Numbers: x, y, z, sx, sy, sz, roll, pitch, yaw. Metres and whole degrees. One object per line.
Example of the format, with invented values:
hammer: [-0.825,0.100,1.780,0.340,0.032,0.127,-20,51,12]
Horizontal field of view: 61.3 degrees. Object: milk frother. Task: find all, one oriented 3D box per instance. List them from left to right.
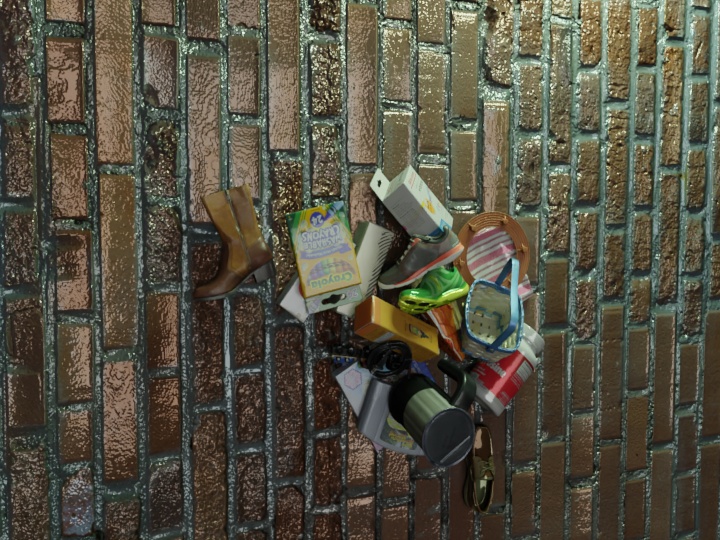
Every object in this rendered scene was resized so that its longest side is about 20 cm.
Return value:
milk frother: [0.113,0.256,1.216,0.195,0.188,0.186,16,95,-21]

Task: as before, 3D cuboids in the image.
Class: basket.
basket: [0.291,0.097,1.312,0.135,0.202,0.180,20,50,-6]

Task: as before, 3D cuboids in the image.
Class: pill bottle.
pill bottle: [0.335,0.222,1.408,0.112,0.112,0.201,42,81,-14]

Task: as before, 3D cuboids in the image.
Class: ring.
ring: [0.306,-0.033,1.406,0.193,0.019,0.208,-1,96,-13]

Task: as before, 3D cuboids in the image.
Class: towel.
towel: [0.320,0.001,1.434,0.143,0.030,0.205,-26,100,-12]

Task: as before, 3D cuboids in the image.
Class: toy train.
toy train: [0.020,0.190,1.315,0.194,0.034,0.047,10,102,-17]

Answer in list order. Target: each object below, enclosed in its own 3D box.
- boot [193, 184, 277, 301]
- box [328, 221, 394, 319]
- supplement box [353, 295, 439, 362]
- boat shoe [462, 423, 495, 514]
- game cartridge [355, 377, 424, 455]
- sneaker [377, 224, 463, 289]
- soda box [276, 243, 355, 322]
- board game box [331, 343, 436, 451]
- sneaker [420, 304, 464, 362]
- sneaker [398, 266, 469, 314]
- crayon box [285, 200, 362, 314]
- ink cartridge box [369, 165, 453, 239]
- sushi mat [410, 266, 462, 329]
boot: [-0.281,-0.054,1.238,0.184,0.068,0.206,-22,98,-13]
box: [0.000,0.000,1.316,0.067,0.082,0.206,21,89,-17]
supplement box: [0.079,0.128,1.281,0.197,0.068,0.068,27,48,-30]
boat shoe: [0.288,0.469,1.428,0.073,0.074,0.208,0,93,-16]
game cartridge: [0.093,0.331,1.342,0.195,0.041,0.137,20,92,-17]
sneaker: [0.115,-0.032,1.271,0.196,0.077,0.083,-28,101,11]
soda box: [-0.096,0.007,1.297,0.067,0.064,0.203,36,84,-14]
board game box: [0.065,0.262,1.369,0.197,0.041,0.204,-33,101,-12]
sneaker: [0.190,0.116,1.370,0.076,0.073,0.204,-35,105,-20]
sneaker: [0.147,0.039,1.297,0.196,0.074,0.086,-12,73,-41]
crayon box: [-0.072,-0.026,1.239,0.122,0.052,0.207,-14,89,-7]
ink cartridge box: [0.113,-0.146,1.314,0.067,0.116,0.201,-35,105,26]
sushi mat: [0.170,0.054,1.402,0.093,0.012,0.205,-24,99,-13]
